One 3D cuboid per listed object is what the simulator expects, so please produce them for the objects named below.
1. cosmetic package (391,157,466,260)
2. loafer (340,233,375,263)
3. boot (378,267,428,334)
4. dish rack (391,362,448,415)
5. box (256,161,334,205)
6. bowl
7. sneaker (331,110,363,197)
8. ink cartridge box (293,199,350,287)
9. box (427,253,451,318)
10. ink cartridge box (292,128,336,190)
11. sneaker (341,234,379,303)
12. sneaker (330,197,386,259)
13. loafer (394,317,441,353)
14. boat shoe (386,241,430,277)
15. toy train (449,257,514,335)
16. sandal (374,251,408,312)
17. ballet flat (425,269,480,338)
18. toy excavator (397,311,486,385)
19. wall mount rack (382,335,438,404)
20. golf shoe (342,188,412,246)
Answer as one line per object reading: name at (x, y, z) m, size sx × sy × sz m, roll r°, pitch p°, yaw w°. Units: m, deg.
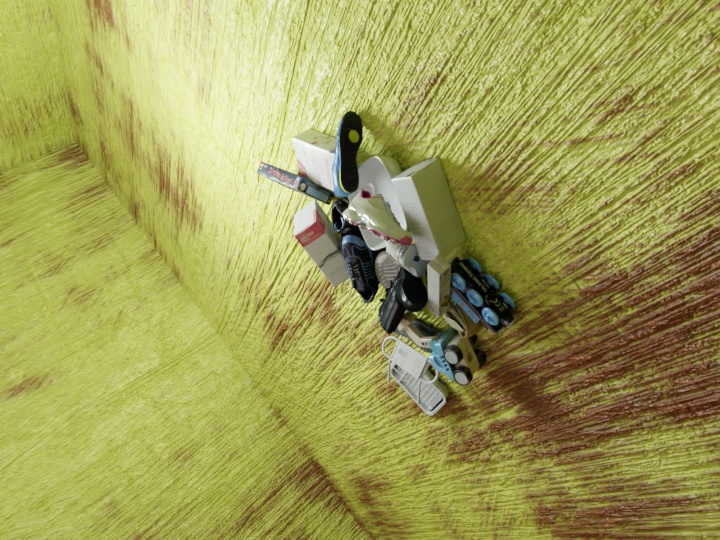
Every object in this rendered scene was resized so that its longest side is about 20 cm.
cosmetic package at (0.154, -0.134, 1.240) m, size 0.073 × 0.101 × 0.203 m, roll 2°, pitch 120°, yaw 52°
loafer at (-0.001, -0.048, 1.582) m, size 0.201 × 0.072 × 0.063 m, roll 54°, pitch 154°, yaw -3°
boot at (0.100, 0.090, 1.412) m, size 0.072 × 0.199 × 0.164 m, roll 19°, pitch 118°, yaw -13°
dish rack at (0.183, 0.341, 1.718) m, size 0.200 × 0.043 × 0.173 m, roll 47°, pitch 148°, yaw 15°
box at (-0.187, -0.250, 1.597) m, size 0.198 × 0.038 × 0.136 m, roll 26°, pitch -176°, yaw 40°
bowl at (0.060, -0.167, 1.345) m, size 0.199 × 0.074 × 0.203 m, roll -26°, pitch 86°, yaw 60°
sneaker at (-0.040, -0.277, 1.336) m, size 0.078 × 0.065 × 0.205 m, roll -5°, pitch 81°, yaw 60°
ink cartridge box at (-0.099, -0.076, 1.571) m, size 0.201 × 0.084 × 0.146 m, roll 51°, pitch -166°, yaw -27°
box at (0.179, 0.040, 1.274) m, size 0.041 × 0.039 × 0.201 m, roll 41°, pitch 161°, yaw 29°
ink cartridge box at (-0.087, -0.287, 1.470) m, size 0.199 × 0.067 × 0.118 m, roll 30°, pitch 142°, yaw 39°
sneaker at (0.000, 0.000, 1.484) m, size 0.069 × 0.079 × 0.201 m, roll -8°, pitch 132°, yaw 26°
sneaker at (-0.014, -0.099, 1.488) m, size 0.073 × 0.112 × 0.202 m, roll -35°, pitch 89°, yaw 36°
loafer at (0.161, 0.163, 1.567) m, size 0.198 × 0.069 × 0.076 m, roll 29°, pitch 114°, yaw 21°
boat shoe at (0.114, -0.035, 1.343) m, size 0.069 × 0.072 × 0.199 m, roll 30°, pitch -175°, yaw 25°
toy train at (0.269, 0.059, 1.285) m, size 0.200 × 0.086 × 0.115 m, roll 48°, pitch 158°, yaw 11°
sandal at (0.100, 0.029, 1.520) m, size 0.081 × 0.050 × 0.205 m, roll -18°, pitch 116°, yaw 25°
ballet flat at (0.219, 0.083, 1.395) m, size 0.201 × 0.063 × 0.069 m, roll 49°, pitch 149°, yaw 11°
toy excavator at (0.201, 0.199, 1.464) m, size 0.198 × 0.100 × 0.197 m, roll -10°, pitch 111°, yaw 47°
wall mount rack at (0.144, 0.281, 1.613) m, size 0.199 × 0.074 × 0.176 m, roll 31°, pitch 103°, yaw 32°
golf shoe at (0.045, -0.122, 1.253) m, size 0.198 × 0.093 × 0.075 m, roll 30°, pitch -175°, yaw 35°
